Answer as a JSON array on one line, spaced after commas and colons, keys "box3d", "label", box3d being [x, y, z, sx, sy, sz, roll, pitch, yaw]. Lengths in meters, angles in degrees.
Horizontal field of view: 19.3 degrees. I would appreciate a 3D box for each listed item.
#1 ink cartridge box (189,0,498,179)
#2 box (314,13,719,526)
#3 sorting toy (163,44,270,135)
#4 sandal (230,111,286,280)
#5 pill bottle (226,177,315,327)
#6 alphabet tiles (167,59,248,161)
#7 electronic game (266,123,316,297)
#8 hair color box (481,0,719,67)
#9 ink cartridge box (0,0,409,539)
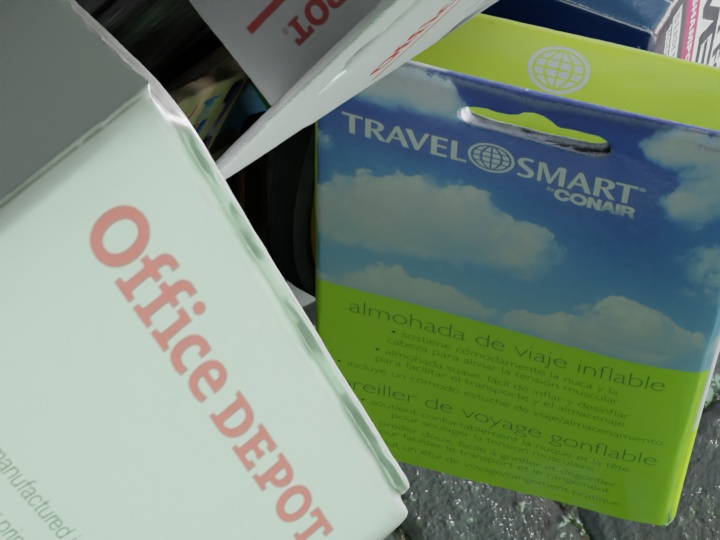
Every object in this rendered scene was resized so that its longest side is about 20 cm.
[{"box3d": [0.028, -0.107, 0.489, 0.116, 0.067, 0.200, -39, 179, 43], "label": "ink cartridge box"}, {"box3d": [0.048, -0.003, 0.611, 0.201, 0.121, 0.048, 92, 14, -55], "label": "box"}, {"box3d": [-0.020, -0.077, 0.784, 0.200, 0.037, 0.185, -39, 178, 15], "label": "sorting toy"}, {"box3d": [-0.060, 0.041, 0.732, 0.082, 0.054, 0.201, -84, -172, -61], "label": "sandal"}, {"box3d": [0.000, 0.000, 0.833, 0.199, 0.117, 0.116, -27, 178, 0], "label": "pill bottle"}, {"box3d": [-0.077, 0.016, 0.597, 0.168, 0.008, 0.200, -60, 179, 14], "label": "alphabet tiles"}, {"box3d": [0.034, -0.079, 0.685, 0.200, 0.041, 0.201, -49, 159, -26], "label": "electronic game"}, {"box3d": [0.100, -0.109, 0.673, 0.200, 0.060, 0.100, -56, 160, -35], "label": "hair color box"}, {"box3d": [-0.107, 0.052, 0.436, 0.200, 0.086, 0.148, -39, 137, -10], "label": "ink cartridge box"}]
